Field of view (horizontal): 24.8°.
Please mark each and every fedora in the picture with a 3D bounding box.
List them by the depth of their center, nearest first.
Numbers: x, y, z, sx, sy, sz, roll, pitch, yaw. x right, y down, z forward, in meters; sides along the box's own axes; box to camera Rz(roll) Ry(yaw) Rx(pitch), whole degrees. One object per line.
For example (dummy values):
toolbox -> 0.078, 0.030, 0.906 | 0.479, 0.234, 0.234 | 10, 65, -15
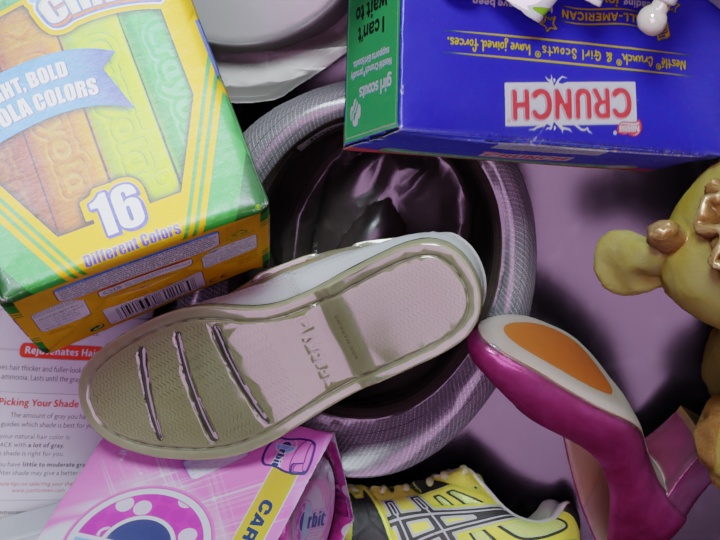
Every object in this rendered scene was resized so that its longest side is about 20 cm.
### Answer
fedora -> 0.000, 0.000, 0.852 | 0.175, 0.090, 0.202 | 18, 92, 0

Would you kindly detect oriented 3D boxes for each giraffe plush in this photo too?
giraffe plush -> 0.199, 0.011, 0.769 | 0.172, 0.200, 0.162 | -40, 108, 12

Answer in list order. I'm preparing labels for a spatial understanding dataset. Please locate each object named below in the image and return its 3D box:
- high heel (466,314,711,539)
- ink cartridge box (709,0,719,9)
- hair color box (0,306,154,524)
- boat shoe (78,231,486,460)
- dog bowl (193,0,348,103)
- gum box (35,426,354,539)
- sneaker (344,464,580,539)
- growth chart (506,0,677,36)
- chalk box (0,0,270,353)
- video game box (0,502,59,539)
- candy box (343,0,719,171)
high heel -> 0.103, 0.091, 0.833 | 0.199, 0.068, 0.096 | 25, 115, -42
ink cartridge box -> 0.148, -0.242, 0.747 | 0.199, 0.044, 0.174 | 34, 76, -15
hair color box -> -0.171, 0.047, 0.870 | 0.101, 0.061, 0.202 | 6, 102, -33
boat shoe -> -0.034, 0.035, 0.775 | 0.198, 0.068, 0.075 | -17, 97, 11
dog bowl -> -0.061, -0.188, 0.844 | 0.198, 0.059, 0.202 | 1, 99, 5
gum box -> -0.095, 0.156, 0.750 | 0.113, 0.201, 0.067 | 8, 134, 23
sneaker -> 0.027, 0.140, 0.883 | 0.198, 0.075, 0.077 | 18, 75, -15
growth chart -> 0.069, -0.179, 0.693 | 0.198, 0.018, 0.146 | 19, 110, -9
chalk box -> -0.131, -0.085, 0.751 | 0.124, 0.124, 0.201 | -21, 80, -7
video game box -> -0.134, 0.211, 0.868 | 0.199, 0.047, 0.184 | -12, 100, -30
candy box -> 0.083, -0.153, 0.779 | 0.168, 0.077, 0.202 | 3, 85, -19
